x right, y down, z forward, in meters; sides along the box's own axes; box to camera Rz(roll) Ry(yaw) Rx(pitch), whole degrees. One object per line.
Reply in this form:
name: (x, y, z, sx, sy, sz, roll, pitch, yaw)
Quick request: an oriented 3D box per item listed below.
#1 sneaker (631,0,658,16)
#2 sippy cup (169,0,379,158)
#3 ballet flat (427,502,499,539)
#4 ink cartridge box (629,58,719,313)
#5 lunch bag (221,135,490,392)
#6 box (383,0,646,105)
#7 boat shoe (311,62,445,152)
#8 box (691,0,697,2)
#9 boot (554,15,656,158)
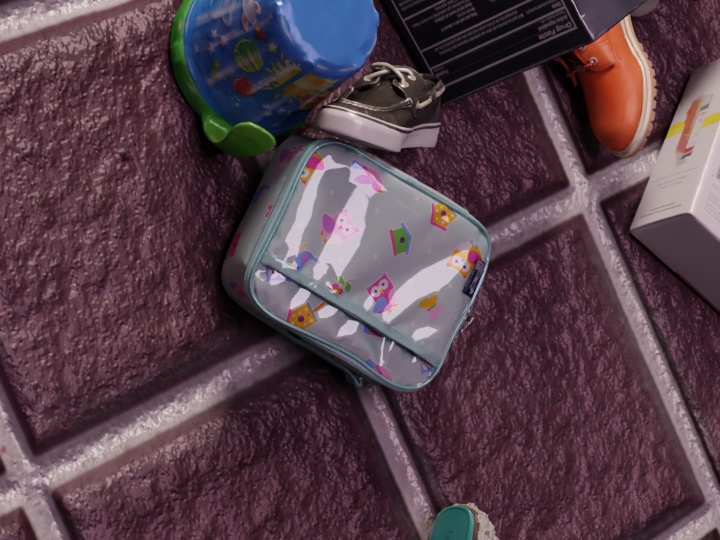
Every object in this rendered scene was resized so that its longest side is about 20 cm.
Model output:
sneaker: (0.275, -0.344, 1.833, 0.073, 0.115, 0.201, 4, 77, -37)
sippy cup: (-0.058, -0.180, 1.538, 0.139, 0.130, 0.179, -8, 84, -37)
ballet flat: (0.071, 0.281, 1.559, 0.072, 0.072, 0.201, 34, 61, -25)
ink cartridge box: (0.352, -0.081, 1.841, 0.145, 0.083, 0.201, 39, 59, -23)
lunch bag: (0.000, 0.000, 1.551, 0.200, 0.077, 0.161, 30, 79, -25)
box: (0.113, -0.269, 1.643, 0.123, 0.200, 0.199, -36, 101, -37)
boat shoe: (0.017, -0.133, 1.571, 0.200, 0.070, 0.064, -18, 124, -72)
box: (0.265, -0.364, 1.780, 0.200, 0.021, 0.164, 33, 95, -4)
boot: (0.197, -0.195, 1.770, 0.107, 0.075, 0.201, -1, 70, -33)
